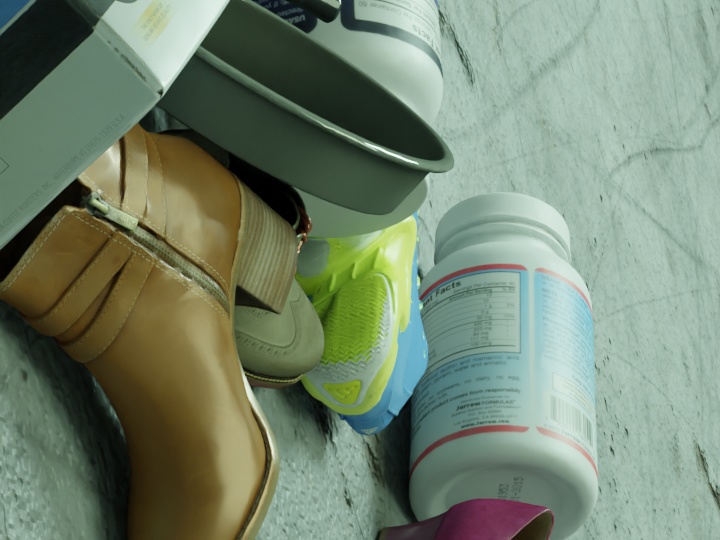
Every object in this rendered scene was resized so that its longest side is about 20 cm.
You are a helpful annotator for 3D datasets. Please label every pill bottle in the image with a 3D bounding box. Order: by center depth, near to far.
[{"bbox_3d":[-0.016,-0.126,1.490,0.116,0.115,0.201,47,35,-55],"label":"pill bottle"},{"bbox_3d":[0.083,0.056,1.661,0.109,0.108,0.201,57,27,-45],"label":"pill bottle"}]

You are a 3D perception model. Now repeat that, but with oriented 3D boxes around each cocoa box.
[{"bbox_3d":[-0.133,-0.111,1.063,0.131,0.133,0.200,45,27,-10],"label":"cocoa box"}]

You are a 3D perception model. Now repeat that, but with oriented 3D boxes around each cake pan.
[{"bbox_3d":[-0.050,-0.088,1.320,0.200,0.037,0.200,31,12,-7],"label":"cake pan"}]

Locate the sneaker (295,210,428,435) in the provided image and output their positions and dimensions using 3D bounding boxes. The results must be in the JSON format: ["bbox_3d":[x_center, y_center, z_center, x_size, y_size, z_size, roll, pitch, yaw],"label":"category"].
[{"bbox_3d":[0.000,0.000,1.540,0.105,0.075,0.201,72,23,-53],"label":"sneaker"}]

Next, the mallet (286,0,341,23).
[{"bbox_3d":[-0.091,-0.167,1.308,0.200,0.041,0.066,17,47,-39],"label":"mallet"}]

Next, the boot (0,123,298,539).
[{"bbox_3d":[-0.103,0.036,1.218,0.155,0.073,0.201,31,59,-48],"label":"boot"}]

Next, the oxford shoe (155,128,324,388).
[{"bbox_3d":[-0.052,-0.002,1.362,0.200,0.074,0.071,48,34,-54],"label":"oxford shoe"}]

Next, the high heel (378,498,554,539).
[{"bbox_3d":[0.050,0.199,1.488,0.201,0.096,0.068,-85,154,-42],"label":"high heel"}]
